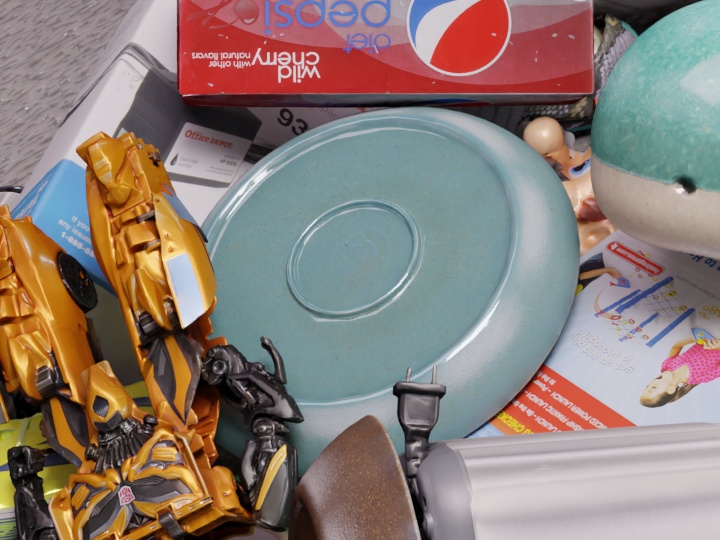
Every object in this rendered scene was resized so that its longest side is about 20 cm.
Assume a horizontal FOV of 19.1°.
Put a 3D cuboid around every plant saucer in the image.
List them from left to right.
[{"bbox_3d":[0.000,0.152,0.749,0.032,0.202,0.201,-4,31,-8],"label":"plant saucer"},{"bbox_3d":[0.000,0.000,0.968,0.198,0.027,0.202,-12,52,16],"label":"plant saucer"}]

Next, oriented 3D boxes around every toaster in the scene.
[{"bbox_3d":[0.082,0.127,0.727,0.128,0.202,0.114,-6,-3,-9],"label":"toaster"}]

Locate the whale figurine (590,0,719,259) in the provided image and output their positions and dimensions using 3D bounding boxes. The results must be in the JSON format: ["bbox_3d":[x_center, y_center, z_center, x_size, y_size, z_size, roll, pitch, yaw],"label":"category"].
[{"bbox_3d":[0.180,-0.071,0.923,0.158,0.105,0.200,12,22,31],"label":"whale figurine"}]

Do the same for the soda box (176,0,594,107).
[{"bbox_3d":[0.011,-0.114,1.031,0.198,0.071,0.063,0,0,-2],"label":"soda box"}]

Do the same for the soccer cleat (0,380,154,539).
[{"bbox_3d":[-0.161,0.093,0.991,0.199,0.084,0.065,-34,-9,-27],"label":"soccer cleat"}]

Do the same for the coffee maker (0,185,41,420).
[{"bbox_3d":[-0.238,0.064,1.120,0.191,0.135,0.200,-2,39,36],"label":"coffee maker"}]

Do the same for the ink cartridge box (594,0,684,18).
[{"bbox_3d":[0.104,-0.179,1.194,0.198,0.087,0.146,-14,-3,22],"label":"ink cartridge box"}]

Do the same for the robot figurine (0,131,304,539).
[{"bbox_3d":[-0.107,0.049,0.930,0.144,0.058,0.201,-28,66,16],"label":"robot figurine"}]

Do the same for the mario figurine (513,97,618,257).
[{"bbox_3d":[0.062,-0.026,1.040,0.199,0.106,0.124,-29,53,7],"label":"mario figurine"}]

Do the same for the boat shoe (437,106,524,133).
[{"bbox_3d":[0.056,-0.131,1.110,0.062,0.072,0.202,22,98,36],"label":"boat shoe"}]

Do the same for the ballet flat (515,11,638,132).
[{"bbox_3d":[0.062,-0.093,1.176,0.199,0.072,0.072,-21,32,11],"label":"ballet flat"}]

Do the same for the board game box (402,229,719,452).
[{"bbox_3d":[0.133,0.063,0.910,0.195,0.056,0.200,-36,32,-13],"label":"board game box"}]

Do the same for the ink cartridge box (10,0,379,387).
[{"bbox_3d":[-0.084,-0.042,1.093,0.084,0.145,0.201,-38,22,53],"label":"ink cartridge box"}]

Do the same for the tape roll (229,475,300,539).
[{"bbox_3d":[-0.079,0.175,0.919,0.199,0.048,0.201,-20,33,13],"label":"tape roll"}]
